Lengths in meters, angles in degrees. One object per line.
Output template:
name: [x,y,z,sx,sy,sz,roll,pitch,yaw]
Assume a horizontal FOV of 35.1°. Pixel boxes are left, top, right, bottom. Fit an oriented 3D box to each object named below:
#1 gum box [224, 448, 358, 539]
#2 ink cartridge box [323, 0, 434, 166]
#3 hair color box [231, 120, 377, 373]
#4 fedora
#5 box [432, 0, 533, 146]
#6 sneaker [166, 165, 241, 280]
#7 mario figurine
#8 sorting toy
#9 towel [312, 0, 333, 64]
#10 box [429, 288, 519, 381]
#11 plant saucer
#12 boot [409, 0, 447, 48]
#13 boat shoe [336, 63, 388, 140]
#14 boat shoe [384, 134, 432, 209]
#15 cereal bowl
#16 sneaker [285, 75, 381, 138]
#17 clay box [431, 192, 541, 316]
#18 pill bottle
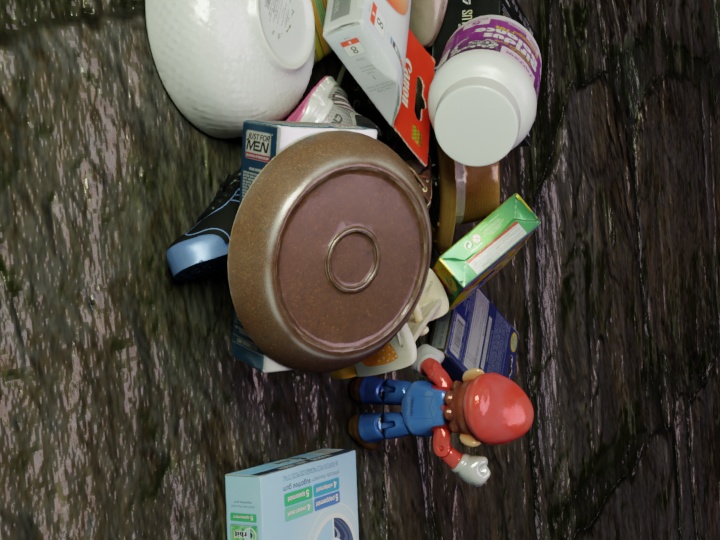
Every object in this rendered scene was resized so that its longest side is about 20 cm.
gum box: [-0.060,0.282,1.084,0.169,0.044,0.203,-1,88,-60]
ink cartridge box: [0.039,-0.228,1.139,0.200,0.050,0.164,45,39,-40]
hair color box: [-0.048,-0.022,0.955,0.099,0.060,0.203,-3,103,-35]
fedora: [0.117,-0.110,1.301,0.201,0.081,0.203,177,-90,-85]
box: [0.156,-0.258,1.430,0.200,0.085,0.166,24,66,-68]
sneaker: [-0.109,-0.053,1.017,0.199,0.070,0.078,-27,88,-51]
mario figurine: [0.092,0.153,1.202,0.106,0.198,0.125,-42,124,-52]
sorting toy: [0.000,0.000,1.165,0.182,0.106,0.200,68,17,-6]
towel: [-0.015,-0.290,1.195,0.200,0.018,0.087,-43,129,-37]
box: [0.150,0.094,1.473,0.200,0.032,0.122,45,51,-47]
plant saucer: [-0.013,-0.012,0.925,0.198,0.034,0.203,-8,104,-34]
boot: [0.035,-0.365,1.290,0.146,0.070,0.203,4,83,-53]
boat shoe: [0.018,-0.195,1.234,0.074,0.065,0.201,43,52,-49]
boat shoe: [0.042,-0.090,1.202,0.070,0.071,0.201,27,28,-17]
cereal bowl: [-0.099,-0.222,1.021,0.199,0.082,0.203,5,85,-60]
sneaker: [-0.025,-0.128,1.079,0.087,0.074,0.200,42,9,-8]
clay box: [0.133,-0.011,1.297,0.048,0.115,0.200,49,-9,9]
pill bottle: [0.128,-0.184,1.171,0.201,0.111,0.113,-70,146,-60]
